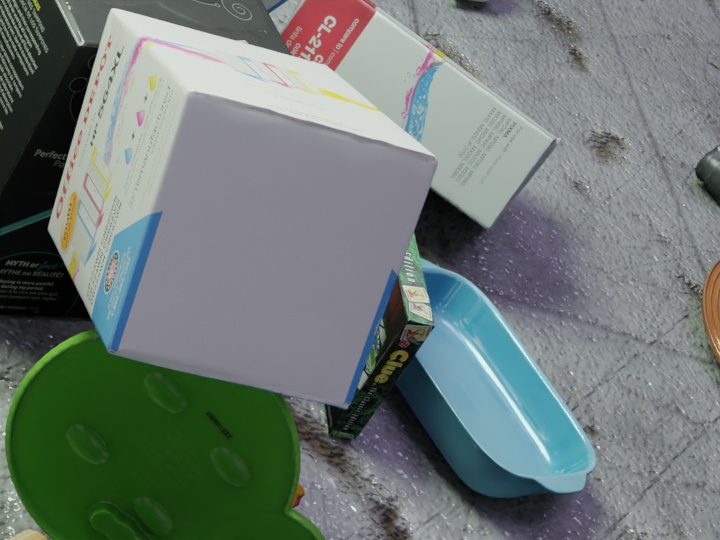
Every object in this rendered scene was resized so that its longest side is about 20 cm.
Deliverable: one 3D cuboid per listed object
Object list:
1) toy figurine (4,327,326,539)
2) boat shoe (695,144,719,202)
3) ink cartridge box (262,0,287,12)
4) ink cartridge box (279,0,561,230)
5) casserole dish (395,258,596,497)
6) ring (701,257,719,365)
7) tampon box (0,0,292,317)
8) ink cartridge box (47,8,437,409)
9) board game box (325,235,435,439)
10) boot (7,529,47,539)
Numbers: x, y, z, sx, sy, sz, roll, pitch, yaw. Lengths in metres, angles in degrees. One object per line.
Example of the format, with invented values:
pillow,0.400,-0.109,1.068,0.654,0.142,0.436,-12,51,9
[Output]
toy figurine,-0.084,0.073,1.056,0.200,0.150,0.184,49,19,-18
boat shoe,0.355,-0.112,1.718,0.057,0.069,0.200,40,35,9
ink cartridge box,-0.164,-0.234,1.327,0.200,0.145,0.084,51,-6,23
ink cartridge box,0.038,-0.119,1.382,0.200,0.083,0.146,37,6,2
casserole dish,0.070,0.075,1.243,0.121,0.039,0.200,2,45,-49
ring,0.350,0.064,1.507,0.200,0.019,0.201,17,46,-18
tampon box,-0.157,-0.086,1.104,0.150,0.200,0.126,4,43,-39
ink cartridge box,-0.069,-0.039,0.946,0.125,0.129,0.200,13,14,-23
board game box,0.000,0.000,1.223,0.023,0.105,0.200,15,38,-22
boot,-0.148,0.224,0.863,0.166,0.072,0.200,46,31,-5
